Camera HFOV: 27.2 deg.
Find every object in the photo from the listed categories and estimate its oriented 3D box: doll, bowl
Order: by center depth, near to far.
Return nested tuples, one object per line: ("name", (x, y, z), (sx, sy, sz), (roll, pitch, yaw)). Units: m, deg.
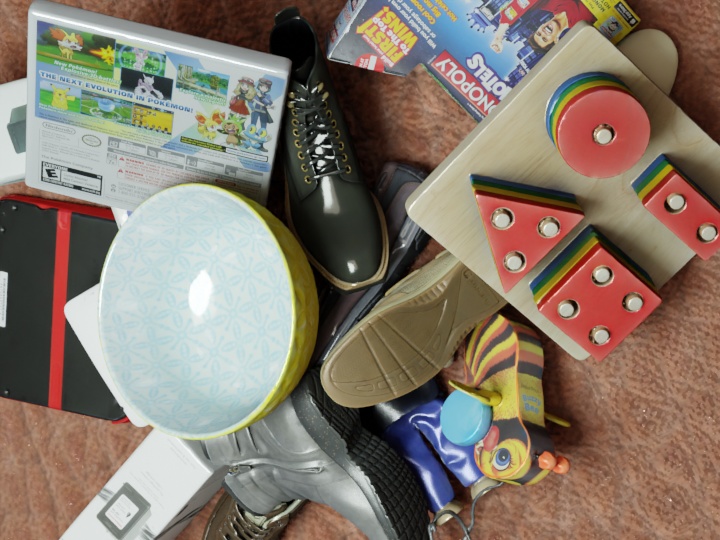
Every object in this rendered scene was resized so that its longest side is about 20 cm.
("bowl", (-0.102, 0.033, 1.192), (0.200, 0.108, 0.201), (-1, 88, 34))
("doll", (0.031, 0.121, 1.278), (0.136, 0.048, 0.200), (-35, 83, 3))

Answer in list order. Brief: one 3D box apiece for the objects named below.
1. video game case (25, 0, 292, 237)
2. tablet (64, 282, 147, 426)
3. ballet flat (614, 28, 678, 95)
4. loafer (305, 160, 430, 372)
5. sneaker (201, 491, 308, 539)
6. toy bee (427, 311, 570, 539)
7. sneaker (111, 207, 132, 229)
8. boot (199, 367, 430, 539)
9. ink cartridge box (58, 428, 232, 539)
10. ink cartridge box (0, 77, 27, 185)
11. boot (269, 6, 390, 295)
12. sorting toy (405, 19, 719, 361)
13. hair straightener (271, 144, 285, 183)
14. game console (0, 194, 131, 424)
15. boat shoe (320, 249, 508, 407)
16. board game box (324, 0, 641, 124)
("video game case", (-0.163, -0.114, 1.170), (0.199, 0.022, 0.183), (14, 136, -1))
("tablet", (-0.149, 0.042, 1.283), (0.200, 0.014, 0.130), (-29, 96, 21))
("ballet flat", (0.176, -0.106, 1.180), (0.069, 0.069, 0.200), (42, 110, 10))
("loafer", (0.000, 0.000, 1.247), (0.063, 0.072, 0.200), (33, 86, 16))
("sneaker", (-0.092, 0.208, 1.329), (0.070, 0.076, 0.200), (42, 110, 10))
("toy bee", (0.127, 0.130, 1.203), (0.109, 0.131, 0.201), (-4, 93, 45))
("sneaker", (-0.118, -0.015, 1.309), (0.115, 0.081, 0.200), (-35, 92, 19))
("boot", (-0.036, 0.180, 1.241), (0.131, 0.070, 0.200), (-27, 100, 29))
("ink cartridge box", (-0.188, 0.209, 1.346), (0.067, 0.116, 0.200), (45, 112, 8))
("ink cartridge box", (-0.249, -0.131, 1.299), (0.199, 0.147, 0.083), (-11, 95, 21))
("boot", (-0.034, -0.093, 1.175), (0.077, 0.138, 0.200), (-20, 64, -6))
("sorting toy", (0.173, -0.047, 1.133), (0.199, 0.070, 0.200), (39, 106, -18))
("hair straightener", (-0.077, -0.101, 1.292), (0.077, 0.041, 0.200), (-34, 86, 22))
("game console", (-0.271, 0.037, 1.401), (0.176, 0.031, 0.201), (10, 102, 24))
("boat shoe", (0.049, 0.040, 1.211), (0.200, 0.065, 0.071), (-35, 106, -11))
("board game box", (0.079, -0.207, 1.175), (0.200, 0.062, 0.200), (-40, 110, 16))
